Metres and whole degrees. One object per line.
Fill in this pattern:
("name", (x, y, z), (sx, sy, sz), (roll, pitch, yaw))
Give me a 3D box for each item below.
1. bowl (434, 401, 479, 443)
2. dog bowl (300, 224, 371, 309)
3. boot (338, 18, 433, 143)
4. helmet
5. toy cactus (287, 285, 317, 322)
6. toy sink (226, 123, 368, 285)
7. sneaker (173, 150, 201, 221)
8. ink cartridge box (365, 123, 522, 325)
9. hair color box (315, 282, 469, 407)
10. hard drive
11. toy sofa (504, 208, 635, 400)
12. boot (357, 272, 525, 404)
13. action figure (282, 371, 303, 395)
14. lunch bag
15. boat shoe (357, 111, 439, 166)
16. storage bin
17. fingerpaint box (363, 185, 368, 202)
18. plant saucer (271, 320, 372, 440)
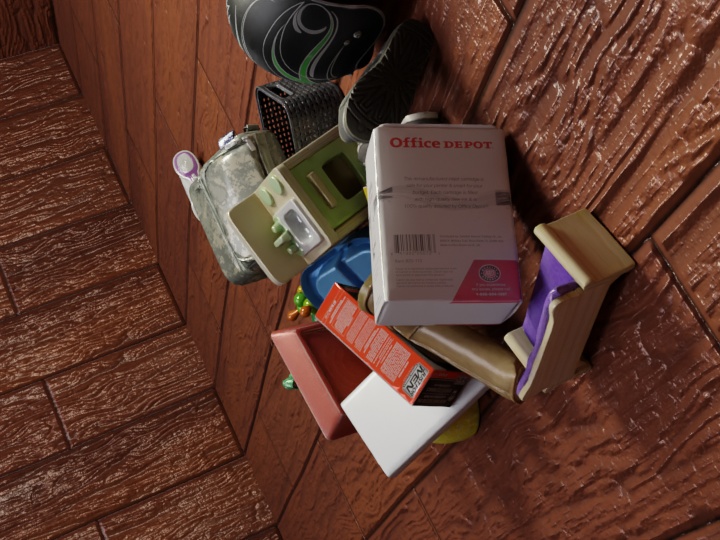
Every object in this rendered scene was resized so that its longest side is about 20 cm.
("bowl", (0.077, 0.173, 1.479), (0.200, 0.107, 0.201), (53, 155, 39))
("dog bowl", (0.000, 0.000, 1.464), (0.111, 0.050, 0.200), (45, 136, -15))
("boot", (0.007, -0.200, 1.224), (0.072, 0.182, 0.200), (39, 157, -12))
("helmet", (-0.063, -0.321, 1.221), (0.201, 0.199, 0.191), (64, 152, 13))
("toy cactus", (-0.057, 0.105, 1.739), (0.165, 0.102, 0.200), (40, -159, -8))
("toy sink", (-0.063, -0.094, 1.386), (0.131, 0.200, 0.112), (53, 153, 0))
("sneaker", (-0.376, -0.190, 2.403), (0.100, 0.075, 0.201), (70, 175, -78))
("ink cartridge box", (0.085, -0.048, 1.077), (0.083, 0.146, 0.201), (110, 159, -68))
("hair color box", (0.042, 0.099, 1.346), (0.200, 0.101, 0.061), (41, 106, 32))
("hard drive", (0.076, 0.169, 1.386), (0.027, 0.200, 0.132), (19, -150, -55))
("toy sofa", (0.197, 0.040, 1.035), (0.083, 0.097, 0.200), (56, 158, 32))
("boot", (0.107, 0.075, 1.202), (0.200, 0.066, 0.175), (31, 177, 25))
("action figure", (-0.048, 0.148, 1.645), (0.055, 0.200, 0.119), (-8, 105, 51))
("lunch bag", (-0.152, -0.098, 1.506), (0.168, 0.139, 0.201), (-34, 77, 56))
("boat shoe", (0.046, -0.148, 1.284), (0.200, 0.067, 0.057), (157, 107, -68))
("storage bin", (-0.080, -0.190, 1.548), (0.135, 0.093, 0.201), (41, 146, 54))
("fingerpaint box", (0.093, -0.049, 1.255), (0.168, 0.073, 0.200), (70, 161, -3))
("plant saucer", (-0.013, 0.150, 1.583), (0.200, 0.199, 0.037), (59, 138, 23))
